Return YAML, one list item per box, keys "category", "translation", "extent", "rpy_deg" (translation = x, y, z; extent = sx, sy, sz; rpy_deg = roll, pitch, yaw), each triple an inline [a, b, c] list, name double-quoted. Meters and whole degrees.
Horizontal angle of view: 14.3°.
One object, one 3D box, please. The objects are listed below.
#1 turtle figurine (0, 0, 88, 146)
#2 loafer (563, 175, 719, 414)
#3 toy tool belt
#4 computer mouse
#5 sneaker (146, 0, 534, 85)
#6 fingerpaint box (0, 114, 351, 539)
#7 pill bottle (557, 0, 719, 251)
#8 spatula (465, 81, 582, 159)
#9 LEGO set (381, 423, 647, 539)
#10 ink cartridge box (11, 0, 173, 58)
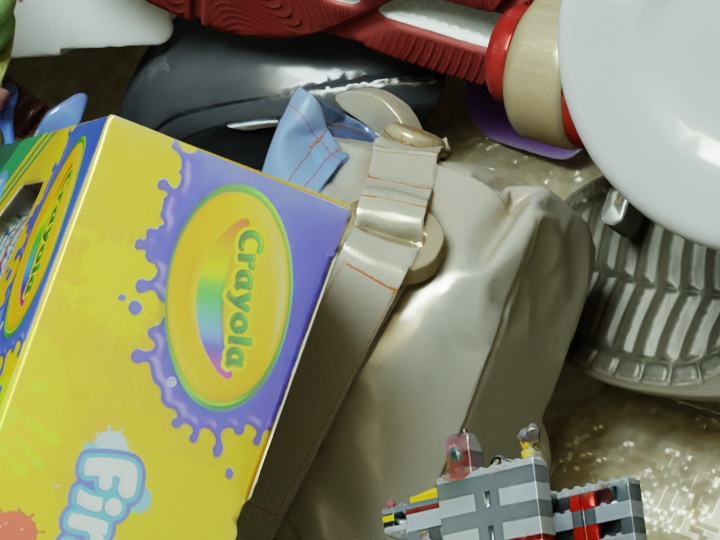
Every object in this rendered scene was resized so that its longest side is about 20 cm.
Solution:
- category: "turtle figurine"
  translation: [-0.171, -0.119, 0.865]
  extent: [0.144, 0.199, 0.194]
  rpy_deg: [-47, 49, 39]
- category: "loafer"
  translation: [0.138, 0.017, 0.876]
  extent: [0.199, 0.068, 0.076]
  rpy_deg: [11, 76, 41]
- category: "toy tool belt"
  translation: [0.000, 0.000, 0.859]
  extent: [0.123, 0.125, 0.201]
  rpy_deg: [17, 85, 27]
- category: "computer mouse"
  translation: [-0.001, -0.101, 0.981]
  extent: [0.199, 0.046, 0.141]
  rpy_deg: [-11, 50, 26]
- category: "sneaker"
  translation: [-0.008, -0.136, 0.935]
  extent: [0.199, 0.078, 0.116]
  rpy_deg: [22, 56, 7]
- category: "fingerpaint box"
  translation: [-0.089, 0.066, 0.776]
  extent: [0.073, 0.167, 0.201]
  rpy_deg: [21, 84, -16]
- category: "pill bottle"
  translation: [0.144, -0.079, 0.834]
  extent: [0.114, 0.200, 0.115]
  rpy_deg: [7, 106, 26]
- category: "spatula"
  translation: [0.096, -0.129, 0.988]
  extent: [0.056, 0.021, 0.200]
  rpy_deg: [17, 69, 38]
- category: "LEGO set"
  translation: [0.037, 0.108, 0.781]
  extent: [0.153, 0.200, 0.116]
  rpy_deg: [-18, 71, 39]
- category: "ink cartridge box"
  translation: [-0.149, -0.136, 1.016]
  extent: [0.199, 0.068, 0.117]
  rpy_deg: [0, 105, 22]
